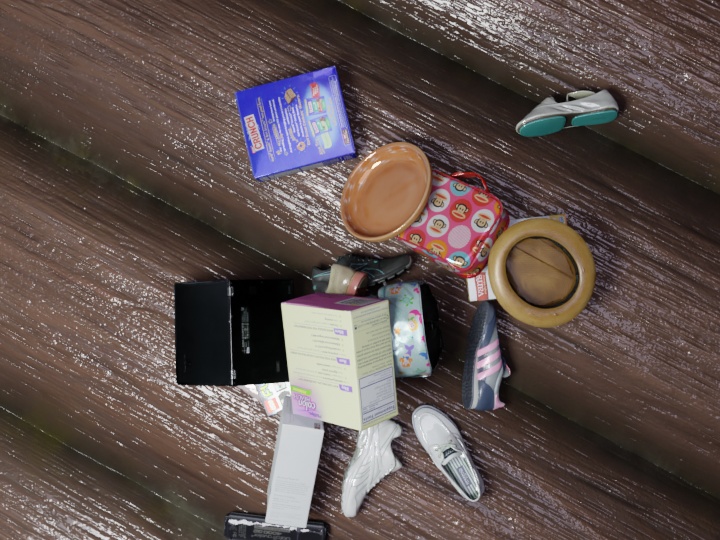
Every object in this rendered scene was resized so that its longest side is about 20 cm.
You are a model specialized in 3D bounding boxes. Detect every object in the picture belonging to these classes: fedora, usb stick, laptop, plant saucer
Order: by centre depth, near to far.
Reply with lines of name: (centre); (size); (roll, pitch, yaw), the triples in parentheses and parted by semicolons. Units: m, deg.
fedora: (0.321, 0.002, 1.551); (0.197, 0.082, 0.204); (0, 93, -1)
laptop: (-0.231, 0.113, 1.586); (0.197, 0.116, 0.190); (-1, 88, -27)
plant saucer: (0.051, -0.141, 1.590); (0.198, 0.037, 0.203); (-18, 56, 29)
usb stick: (-0.159, 0.492, 1.622); (0.197, 0.033, 0.056); (6, 95, 3)

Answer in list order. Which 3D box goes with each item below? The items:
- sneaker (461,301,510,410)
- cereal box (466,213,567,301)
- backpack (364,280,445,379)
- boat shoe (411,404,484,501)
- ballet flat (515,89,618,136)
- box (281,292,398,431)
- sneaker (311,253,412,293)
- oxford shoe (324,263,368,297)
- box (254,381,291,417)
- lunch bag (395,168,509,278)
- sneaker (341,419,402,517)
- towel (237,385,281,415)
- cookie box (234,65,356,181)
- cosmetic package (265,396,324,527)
sneaker: (0.242, 0.161, 1.604); (0.081, 0.070, 0.203); (9, 91, -13)
cereal box: (0.293, -0.023, 1.614); (0.197, 0.040, 0.146); (-7, 87, 3)
backpack: (0.076, 0.106, 1.541); (0.148, 0.200, 0.180); (-7, 88, 3)
boat shoe: (0.168, 0.336, 1.592); (0.073, 0.067, 0.201); (-38, 86, 1)
ballet flat: (0.383, -0.299, 1.616); (0.197, 0.069, 0.071); (-10, 87, -1)
box: (-0.036, 0.150, 1.468); (0.174, 0.096, 0.203); (3, 102, 45)
sneaker: (0.000, 0.000, 1.613); (0.197, 0.075, 0.080); (-20, 84, 2)
oxford shoe: (-0.048, 0.080, 1.576); (0.074, 0.070, 0.202); (26, 110, 16)
box: (-0.162, 0.157, 1.604); (0.109, 0.035, 0.202); (-23, 87, 1)
lunch bag: (0.167, -0.100, 1.575); (0.199, 0.082, 0.178); (30, 89, 29)
sneaker: (0.025, 0.367, 1.597); (0.098, 0.078, 0.203); (18, 90, 0)
towel: (-0.165, 0.153, 1.637); (0.199, 0.032, 0.192); (32, 89, 4)
cookie box: (-0.121, -0.276, 1.631); (0.197, 0.075, 0.174); (-13, 87, 2)
cosmetic package: (-0.119, 0.346, 1.555); (0.080, 0.113, 0.203); (8, 105, -7)
